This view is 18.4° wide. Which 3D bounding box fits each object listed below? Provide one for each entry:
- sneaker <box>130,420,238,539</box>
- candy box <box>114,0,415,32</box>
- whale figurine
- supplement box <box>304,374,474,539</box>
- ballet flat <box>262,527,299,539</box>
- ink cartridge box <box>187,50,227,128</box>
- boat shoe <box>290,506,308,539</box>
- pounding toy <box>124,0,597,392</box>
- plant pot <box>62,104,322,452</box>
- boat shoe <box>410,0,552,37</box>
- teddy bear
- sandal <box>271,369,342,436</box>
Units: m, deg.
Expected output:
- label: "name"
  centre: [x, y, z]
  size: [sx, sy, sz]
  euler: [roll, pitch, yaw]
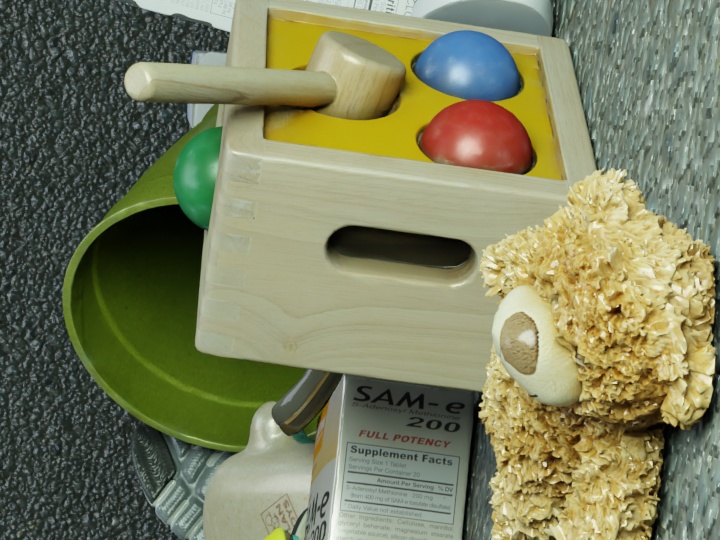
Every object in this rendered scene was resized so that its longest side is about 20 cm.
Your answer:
- label: "sneaker"
  centre: [-0.076, 0.181, 1.512]
  size: [0.075, 0.200, 0.116]
  euler: [-44, -14, -13]
- label: "candy box"
  centre: [-0.036, -0.194, 1.306]
  size: [0.168, 0.200, 0.072]
  euler: [-65, -11, -61]
- label: "whale figurine"
  centre: [-0.013, 0.148, 1.358]
  size: [0.200, 0.104, 0.159]
  euler: [-46, 63, 46]
- label: "supplement box"
  centre: [0.007, 0.166, 1.178]
  size: [0.126, 0.073, 0.200]
  euler: [117, 160, -73]
- label: "ballet flat"
  centre: [-0.073, 0.235, 1.187]
  size: [0.067, 0.067, 0.200]
  euler: [149, 126, -80]
- label: "ink cartridge box"
  centre: [-0.110, -0.189, 2.392]
  size: [0.200, 0.146, 0.086]
  euler: [-123, 40, -81]
- label: "boat shoe"
  centre: [-0.022, 0.229, 1.264]
  size: [0.063, 0.074, 0.201]
  euler: [-11, 80, 62]
- label: "pounding toy"
  centre: [-0.004, -0.049, 0.960]
  size: [0.184, 0.200, 0.142]
  euler: [-92, 12, -59]
- label: "plant pot"
  centre: [-0.070, -0.019, 1.455]
  size: [0.193, 0.200, 0.200]
  euler: [-71, -5, -52]
- label: "boat shoe"
  centre: [0.057, -0.133, 1.133]
  size: [0.200, 0.069, 0.057]
  euler: [122, 156, -81]
- label: "teddy bear"
  centre: [0.069, 0.046, 0.789]
  size: [0.200, 0.067, 0.145]
  euler: [127, 148, -79]
- label: "sandal"
  centre: [0.000, 0.000, 1.261]
  size: [0.200, 0.055, 0.082]
  euler: [-56, -4, 1]
